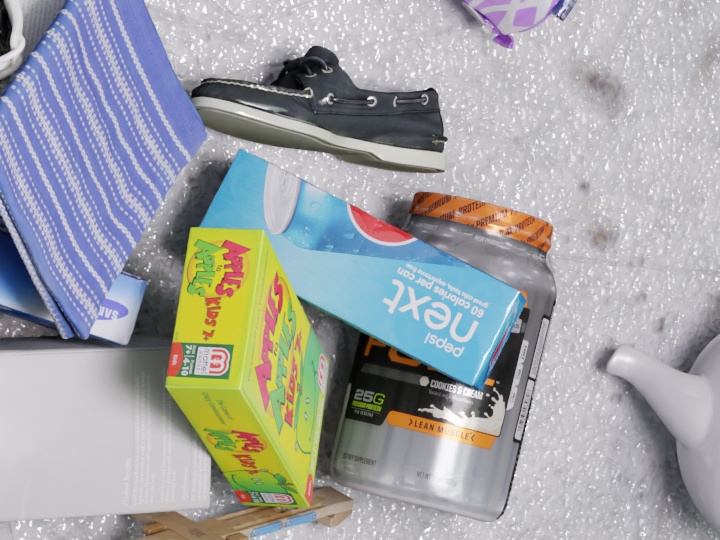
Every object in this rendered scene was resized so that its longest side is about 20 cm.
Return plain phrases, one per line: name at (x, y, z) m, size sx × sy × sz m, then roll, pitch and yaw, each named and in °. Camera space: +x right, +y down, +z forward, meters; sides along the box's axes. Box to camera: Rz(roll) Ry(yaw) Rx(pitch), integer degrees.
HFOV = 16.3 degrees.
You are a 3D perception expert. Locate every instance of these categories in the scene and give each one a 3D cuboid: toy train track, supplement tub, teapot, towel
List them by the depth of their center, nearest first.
towel at (-0.152, -0.075, 1.452) m, size 0.200 × 0.024 × 0.145 m, roll -65°, pitch 142°, yaw -46°
toy train track at (-0.078, 0.173, 1.600) m, size 0.200 × 0.114 × 0.033 m, roll -10°, pitch 119°, yaw -50°
supplement tub at (0.058, 0.056, 1.653) m, size 0.122 × 0.122 × 0.201 m, roll 16°, pitch 85°, yaw -33°
teapot at (0.307, 0.098, 1.814) m, size 0.197 × 0.146 × 0.200 m, roll -32°, pitch 136°, yaw 0°

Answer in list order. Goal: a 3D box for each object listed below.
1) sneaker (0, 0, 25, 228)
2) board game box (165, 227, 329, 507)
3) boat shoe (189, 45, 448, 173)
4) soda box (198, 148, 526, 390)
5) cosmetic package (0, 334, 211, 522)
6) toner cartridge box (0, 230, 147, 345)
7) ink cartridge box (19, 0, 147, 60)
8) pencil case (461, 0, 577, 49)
sneaker at (-0.219, -0.115, 1.425) m, size 0.073 × 0.071 × 0.201 m, roll -30°, pitch 109°, yaw -27°
board game box at (-0.066, 0.063, 1.532) m, size 0.200 × 0.047 × 0.102 m, roll 67°, pitch 28°, yaw -63°
boat shoe at (-0.024, -0.110, 1.614) m, size 0.199 × 0.074 × 0.066 m, roll 11°, pitch 84°, yaw -32°
soda box at (0.000, 0.000, 1.572) m, size 0.199 × 0.064 × 0.068 m, roll 27°, pitch 88°, yaw 9°
cosmetic package at (-0.192, 0.094, 1.516) m, size 0.199 × 0.090 × 0.107 m, roll 2°, pitch 93°, yaw -31°
toner cartridge box at (-0.234, -0.006, 1.471) m, size 0.199 × 0.095 × 0.043 m, roll 20°, pitch 85°, yaw -32°
ink cartridge box at (-0.230, -0.130, 1.490) m, size 0.199 × 0.050 × 0.109 m, roll 10°, pitch 89°, yaw -33°
pencil case at (0.050, -0.228, 1.651) m, size 0.200 × 0.084 × 0.086 m, roll 32°, pitch 100°, yaw -30°
